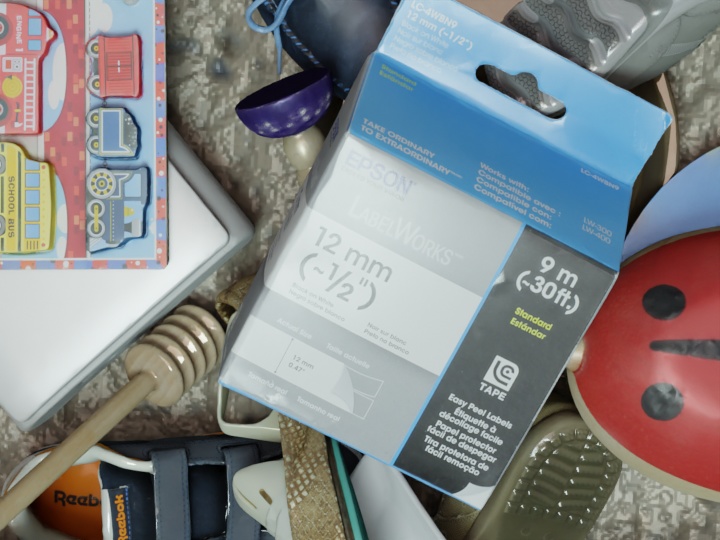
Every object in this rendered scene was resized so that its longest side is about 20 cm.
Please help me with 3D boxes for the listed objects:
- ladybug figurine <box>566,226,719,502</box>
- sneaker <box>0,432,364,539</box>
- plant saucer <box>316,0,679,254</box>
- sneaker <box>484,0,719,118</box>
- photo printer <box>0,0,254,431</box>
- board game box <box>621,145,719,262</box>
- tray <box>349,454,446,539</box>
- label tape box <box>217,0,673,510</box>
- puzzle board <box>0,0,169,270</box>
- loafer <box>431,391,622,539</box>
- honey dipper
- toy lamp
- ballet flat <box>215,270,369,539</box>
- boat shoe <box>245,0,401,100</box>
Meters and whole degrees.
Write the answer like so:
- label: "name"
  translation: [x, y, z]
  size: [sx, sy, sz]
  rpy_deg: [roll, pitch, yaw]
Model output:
- label: "ladybug figurine"
  translation: [0.194, 0.044, 0.916]
  size: [0.197, 0.072, 0.137]
  rpy_deg: [0, 83, -4]
- label: "sneaker"
  translation: [-0.092, 0.124, 1.008]
  size: [0.198, 0.079, 0.079]
  rpy_deg: [-4, 92, 6]
- label: "plant saucer"
  translation: [0.066, -0.064, 1.000]
  size: [0.198, 0.029, 0.203]
  rpy_deg: [1, 94, 8]
- label: "sneaker"
  translation: [0.151, -0.144, 0.925]
  size: [0.199, 0.082, 0.075]
  rpy_deg: [-32, 76, 18]
- label: "photo printer"
  translation: [-0.177, -0.044, 1.012]
  size: [0.166, 0.069, 0.201]
  rpy_deg: [-39, 88, 7]
- label: "board game box"
  translation: [0.223, 0.028, 0.981]
  size: [0.199, 0.039, 0.159]
  rpy_deg: [29, 89, 2]
- label: "tray"
  translation: [-0.010, 0.198, 0.986]
  size: [0.201, 0.022, 0.108]
  rpy_deg: [-59, 42, 22]
- label: "label tape box"
  translation: [0.040, -0.010, 0.894]
  size: [0.142, 0.066, 0.201]
  rpy_deg: [26, 108, -7]
- label: "puzzle board"
  translation: [-0.171, -0.101, 0.966]
  size: [0.149, 0.017, 0.203]
  rpy_deg: [0, 90, 4]
- label: "loafer"
  translation: [0.067, 0.144, 0.995]
  size: [0.076, 0.068, 0.201]
  rpy_deg: [25, 113, -20]
- label: "honey dipper"
  translation: [-0.135, 0.083, 0.959]
  size: [0.038, 0.200, 0.038]
  rpy_deg: [18, 129, 24]
- label: "toy lamp"
  translation: [0.000, 0.000, 0.962]
  size: [0.058, 0.058, 0.202]
  rpy_deg: [-19, 107, 8]
- label: "ballet flat"
  translation: [-0.037, 0.087, 0.970]
  size: [0.065, 0.071, 0.202]
  rpy_deg: [-12, 56, -1]
- label: "boat shoe"
  translation: [-0.040, -0.156, 0.970]
  size: [0.084, 0.069, 0.200]
  rpy_deg: [-45, 74, 8]
